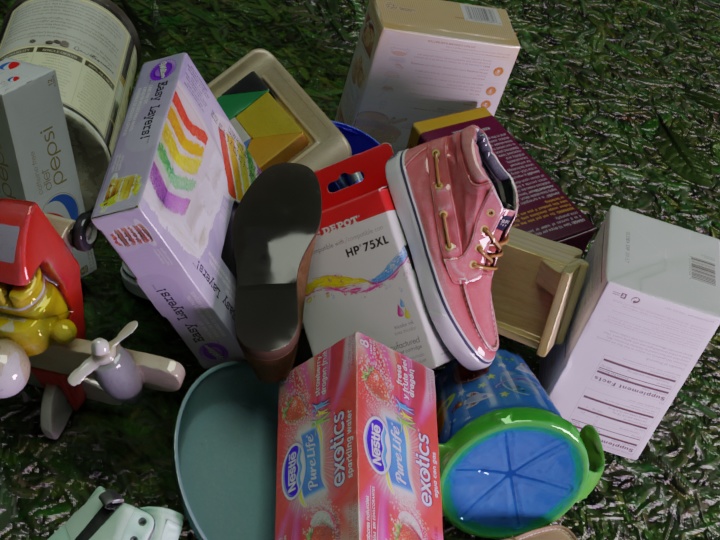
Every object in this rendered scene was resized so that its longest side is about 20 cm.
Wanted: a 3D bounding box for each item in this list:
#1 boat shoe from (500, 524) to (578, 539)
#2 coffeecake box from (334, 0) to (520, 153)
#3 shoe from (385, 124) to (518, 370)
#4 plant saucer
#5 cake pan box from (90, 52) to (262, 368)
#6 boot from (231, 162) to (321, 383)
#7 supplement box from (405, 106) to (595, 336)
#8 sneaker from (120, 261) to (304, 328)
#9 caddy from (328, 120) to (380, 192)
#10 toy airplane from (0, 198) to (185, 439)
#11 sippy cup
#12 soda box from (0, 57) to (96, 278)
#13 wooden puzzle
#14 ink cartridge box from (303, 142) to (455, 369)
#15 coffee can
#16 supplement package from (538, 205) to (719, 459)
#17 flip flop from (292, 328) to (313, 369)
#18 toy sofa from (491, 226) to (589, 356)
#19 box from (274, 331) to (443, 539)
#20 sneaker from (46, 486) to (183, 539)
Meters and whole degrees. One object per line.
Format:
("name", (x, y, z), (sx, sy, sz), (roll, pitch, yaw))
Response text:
("boat shoe", (0.117, 0.258, 1.093), (0.199, 0.067, 0.074), (-25, 58, -38))
("coffeecake box", (0.064, -0.188, 1.444), (0.152, 0.201, 0.073), (5, 43, -16))
("shoe", (0.096, -0.020, 1.142), (0.071, 0.090, 0.202), (-16, 86, -63))
("plant saucer", (-0.081, 0.172, 1.083), (0.199, 0.036, 0.201), (30, 45, -34))
("cake pan box", (-0.137, -0.047, 1.116), (0.052, 0.201, 0.185), (-10, 44, 23))
("boot", (-0.071, 0.000, 1.126), (0.073, 0.076, 0.202), (3, 56, 5))
("supplement box", (0.129, -0.051, 1.377), (0.102, 0.132, 0.200), (-16, 52, -31))
("sneaker", (-0.136, 0.005, 1.226), (0.198, 0.071, 0.073), (14, 36, 18))
("caddy", (-0.023, -0.074, 1.360), (0.140, 0.106, 0.201), (-11, 50, -28))
("toy airplane", (-0.262, 0.060, 1.069), (0.199, 0.199, 0.141), (47, 37, -12))
("sippy cup", (0.120, 0.142, 1.180), (0.178, 0.139, 0.131), (48, 16, -32))
("soda box", (-0.296, -0.081, 1.191), (0.068, 0.202, 0.064), (16, 37, 33))
("wooden puzzle", (-0.126, -0.122, 1.336), (0.184, 0.037, 0.200), (-37, 50, -2))
("ink cartridge box", (0.000, 0.000, 1.182), (0.067, 0.115, 0.202), (-14, 85, -64))
("coffee can", (-0.303, -0.167, 1.324), (0.145, 0.147, 0.201), (11, 42, -9))
("supplement package", (0.246, 0.061, 1.248), (0.109, 0.201, 0.114), (17, 42, -2))
("flip flop", (-0.059, 0.088, 1.213), (0.080, 0.058, 0.201), (19, 42, 0))
("toy sofa", (0.104, -0.001, 1.234), (0.198, 0.084, 0.098), (20, 17, 15))
("box", (-0.003, 0.167, 1.065), (0.094, 0.102, 0.202), (28, 46, -35))
("sneaker", (-0.149, 0.241, 0.973), (0.200, 0.074, 0.119), (34, 79, 18))
